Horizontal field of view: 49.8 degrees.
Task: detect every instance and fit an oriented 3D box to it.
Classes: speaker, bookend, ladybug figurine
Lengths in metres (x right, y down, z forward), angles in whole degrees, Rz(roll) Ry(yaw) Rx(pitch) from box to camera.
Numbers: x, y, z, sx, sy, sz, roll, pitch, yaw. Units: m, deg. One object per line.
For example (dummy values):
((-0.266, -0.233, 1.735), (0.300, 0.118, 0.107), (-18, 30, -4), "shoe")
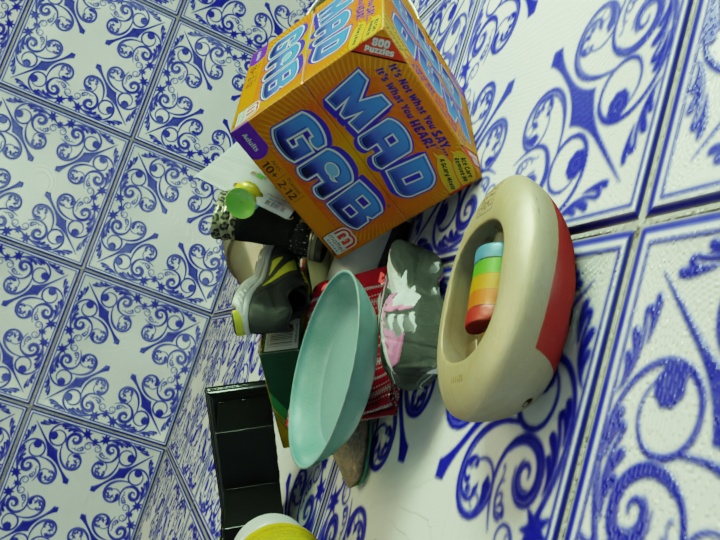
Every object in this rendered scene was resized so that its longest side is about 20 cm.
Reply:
((0.000, 0.000, 1.014), (0.081, 0.080, 0.203), (-146, 77, -75), "speaker")
((-0.147, 0.280, 1.000), (0.200, 0.090, 0.202), (-117, 22, -70), "bookend")
((0.115, 0.021, 0.593), (0.136, 0.071, 0.203), (143, 144, -64), "ladybug figurine")

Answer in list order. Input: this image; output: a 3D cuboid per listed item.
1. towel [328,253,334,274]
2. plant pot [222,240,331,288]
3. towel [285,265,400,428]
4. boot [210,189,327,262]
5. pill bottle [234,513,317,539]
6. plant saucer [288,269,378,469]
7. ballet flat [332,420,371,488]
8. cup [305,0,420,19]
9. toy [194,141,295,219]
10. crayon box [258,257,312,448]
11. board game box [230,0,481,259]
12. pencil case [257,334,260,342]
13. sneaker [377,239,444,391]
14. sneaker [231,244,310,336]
((-0.031, -0.033, 1.138), (0.200, 0.022, 0.146), (-88, 5, -73), "towel")
((-0.120, 0.006, 1.272), (0.201, 0.197, 0.175), (-58, 35, 37), "plant pot")
((-0.011, 0.083, 0.899), (0.142, 0.023, 0.202), (-14, 46, 26), "towel")
((-0.108, -0.090, 1.032), (0.205, 0.151, 0.075), (-83, 3, -58), "boot")
((-0.079, 0.331, 0.800), (0.200, 0.113, 0.116), (-168, 99, -75), "pill bottle")
((-0.025, 0.102, 0.790), (0.200, 0.035, 0.204), (-164, 89, -72), "plant saucer")
((-0.019, 0.153, 0.909), (0.068, 0.066, 0.202), (122, 161, -48), "ballet flat")
((0.009, -0.354, 1.288), (0.143, 0.197, 0.204), (49, -120, -77), "cup")
((-0.119, -0.105, 0.944), (0.200, 0.114, 0.048), (-66, 0, -67), "toy")
((-0.091, 0.112, 1.083), (0.201, 0.057, 0.175), (-91, -7, -54), "crayon box")
((-0.002, -0.183, 0.897), (0.198, 0.200, 0.202), (-28, 33, 21), "board game box")
((-0.140, 0.074, 1.405), (0.201, 0.084, 0.085), (-105, 37, -64), "pencil case")
((0.052, 0.059, 0.799), (0.201, 0.079, 0.087), (-78, 4, -57), "sneaker")
((-0.098, 0.023, 0.998), (0.201, 0.083, 0.076), (-67, -18, -52), "sneaker")
